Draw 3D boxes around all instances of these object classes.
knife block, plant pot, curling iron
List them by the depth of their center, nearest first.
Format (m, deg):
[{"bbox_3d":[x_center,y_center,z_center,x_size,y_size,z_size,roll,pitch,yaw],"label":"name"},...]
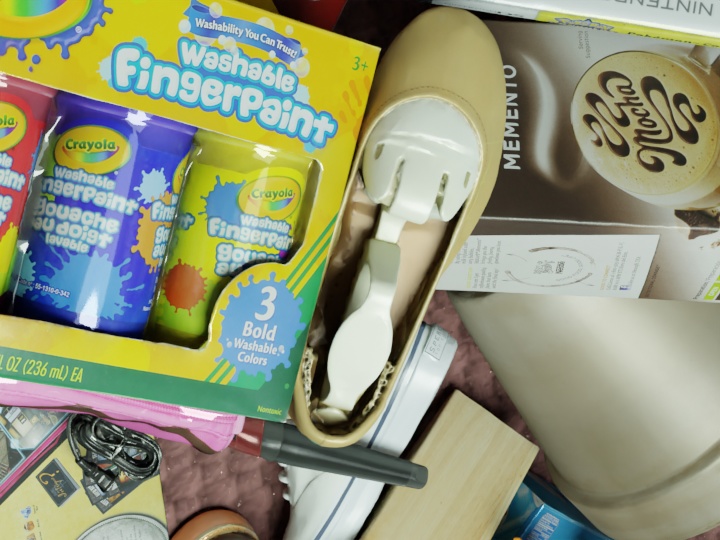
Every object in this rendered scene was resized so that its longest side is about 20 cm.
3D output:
[{"bbox_3d":[-0.057,0.095,0.886,0.199,0.026,0.050,8,100,-23],"label":"curling iron"},{"bbox_3d":[0.021,0.173,0.951,0.064,0.176,0.200,35,94,0],"label":"knife block"},{"bbox_3d":[0.146,0.022,0.958,0.173,0.200,0.200,42,88,-23],"label":"plant pot"}]

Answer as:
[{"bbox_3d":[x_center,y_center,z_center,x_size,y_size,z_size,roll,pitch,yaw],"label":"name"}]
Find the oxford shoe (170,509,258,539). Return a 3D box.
[{"bbox_3d":[-0.110,0.235,0.962,0.071,0.073,0.201,20,103,-38],"label":"oxford shoe"}]

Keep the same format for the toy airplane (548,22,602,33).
[{"bbox_3d":[0.156,-0.200,0.881,0.199,0.141,0.200,10,73,-23],"label":"toy airplane"}]

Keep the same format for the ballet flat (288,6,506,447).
[{"bbox_3d":[0.017,-0.013,0.737,0.068,0.063,0.201,16,104,-6],"label":"ballet flat"}]

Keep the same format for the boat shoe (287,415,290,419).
[{"bbox_3d":[0.000,0.000,0.878,0.200,0.075,0.069,-46,166,-49],"label":"boat shoe"}]

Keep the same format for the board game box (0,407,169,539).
[{"bbox_3d":[-0.172,0.097,0.876,0.135,0.035,0.201,-18,122,-24],"label":"board game box"}]

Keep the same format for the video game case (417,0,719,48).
[{"bbox_3d":[0.129,-0.211,0.794,0.180,0.026,0.201,8,91,-1],"label":"video game case"}]

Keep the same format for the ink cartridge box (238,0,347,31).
[{"bbox_3d":[-0.118,-0.125,0.764,0.200,0.084,0.176,18,104,-38],"label":"ink cartridge box"}]

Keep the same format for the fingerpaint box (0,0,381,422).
[{"bbox_3d":[-0.105,-0.038,0.692,0.199,0.073,0.168,14,92,-37],"label":"fingerpaint box"}]

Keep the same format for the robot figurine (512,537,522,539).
[{"bbox_3d":[0.109,0.223,1.017,0.144,0.058,0.200,6,143,-9],"label":"robot figurine"}]

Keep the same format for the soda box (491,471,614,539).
[{"bbox_3d":[0.141,0.188,1.099,0.200,0.068,0.064,33,96,-39],"label":"soda box"}]

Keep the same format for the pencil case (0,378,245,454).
[{"bbox_3d":[-0.139,0.032,0.781,0.199,0.094,0.091,14,100,-34],"label":"pencil case"}]

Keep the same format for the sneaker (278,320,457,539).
[{"bbox_3d":[-0.017,0.100,0.962,0.071,0.073,0.200,28,114,1],"label":"sneaker"}]

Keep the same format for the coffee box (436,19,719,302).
[{"bbox_3d":[0.129,-0.052,0.832,0.199,0.113,0.080,2,154,-5],"label":"coffee box"}]
